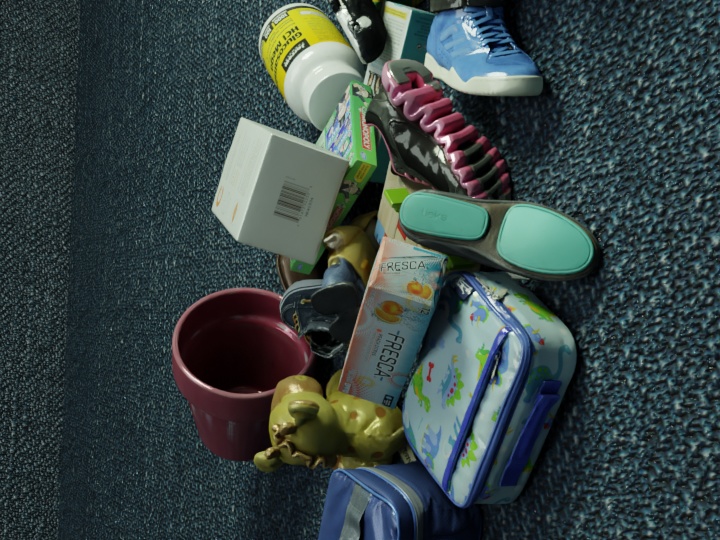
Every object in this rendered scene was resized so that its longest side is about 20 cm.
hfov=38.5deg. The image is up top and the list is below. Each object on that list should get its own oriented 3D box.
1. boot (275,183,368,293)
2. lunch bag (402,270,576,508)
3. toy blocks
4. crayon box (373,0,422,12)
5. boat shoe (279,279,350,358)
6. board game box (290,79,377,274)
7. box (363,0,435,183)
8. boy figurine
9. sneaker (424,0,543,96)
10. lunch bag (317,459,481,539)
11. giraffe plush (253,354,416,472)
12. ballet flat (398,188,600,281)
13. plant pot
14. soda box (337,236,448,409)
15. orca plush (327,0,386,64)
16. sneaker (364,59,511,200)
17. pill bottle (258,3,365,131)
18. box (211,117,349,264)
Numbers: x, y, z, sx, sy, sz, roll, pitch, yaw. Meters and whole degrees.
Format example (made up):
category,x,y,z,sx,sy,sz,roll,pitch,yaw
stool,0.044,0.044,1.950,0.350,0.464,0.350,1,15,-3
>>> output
category,x,y,z,sx,sy,sz,roll,pitch,yaw
boot,-0.041,-0.064,1.353,0.199,0.063,0.189,-34,58,51
lunch bag,0.117,0.112,0.979,0.161,0.081,0.202,53,132,50
toy blocks,0.067,-0.019,1.106,0.201,0.098,0.138,-117,30,-44
crayon box,0.056,-0.386,1.225,0.199,0.050,0.129,-24,64,60
boat shoe,-0.060,0.063,1.296,0.199,0.071,0.091,-20,32,55
board game box,-0.037,-0.110,1.244,0.201,0.029,0.136,125,150,-43
box,0.039,-0.210,1.225,0.082,0.048,0.203,43,122,59
boy figurine,0.000,0.000,1.181,0.064,0.125,0.201,-22,22,25
sneaker,0.123,-0.240,1.034,0.200,0.075,0.113,-133,44,-64
lunch bag,0.023,0.303,1.053,0.135,0.131,0.203,22,105,54
giraffe plush,-0.038,0.178,1.179,0.200,0.160,0.175,39,119,59
ballet flat,0.131,-0.031,0.961,0.197,0.073,0.074,15,101,25
plant pot,-0.161,0.157,1.421,0.201,0.197,0.181,-114,24,-44
soda box,0.029,0.056,1.020,0.201,0.067,0.064,106,-179,-54
orca plush,-0.001,-0.325,1.235,0.070,0.106,0.201,-30,35,6
sneaker,0.074,-0.116,1.055,0.201,0.078,0.096,55,131,15
pill bottle,-0.059,-0.265,1.362,0.201,0.111,0.114,59,136,49
box,-0.100,-0.098,1.213,0.200,0.096,0.126,-141,69,-69
